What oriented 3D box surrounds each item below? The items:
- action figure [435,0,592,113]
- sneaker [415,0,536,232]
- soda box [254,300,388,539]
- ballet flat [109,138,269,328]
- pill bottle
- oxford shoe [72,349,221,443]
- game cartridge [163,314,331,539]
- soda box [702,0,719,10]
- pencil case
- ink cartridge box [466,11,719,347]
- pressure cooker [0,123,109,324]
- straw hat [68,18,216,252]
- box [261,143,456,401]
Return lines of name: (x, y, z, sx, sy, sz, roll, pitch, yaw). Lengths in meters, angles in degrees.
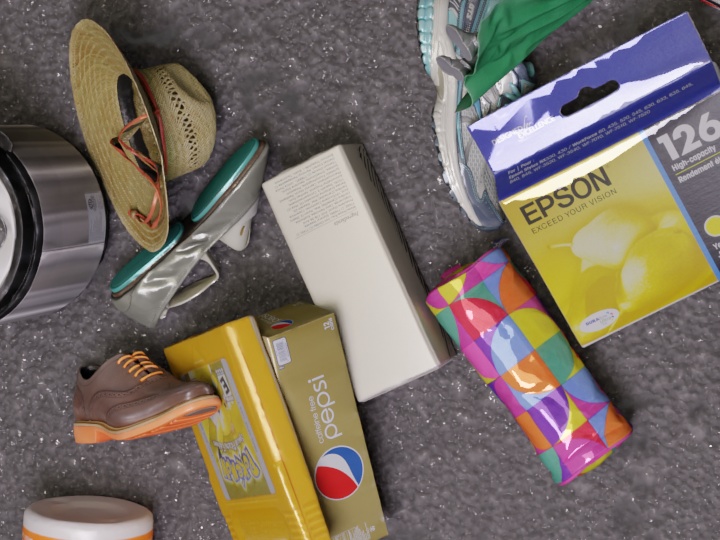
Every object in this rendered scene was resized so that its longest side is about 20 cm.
action figure: (0.145, -0.214, 1.385, 0.200, 0.118, 0.055, -37, 76, -24)
sneaker: (0.101, -0.133, 1.435, 0.086, 0.078, 0.202, -10, 92, 13)
soda box: (-0.039, 0.132, 1.465, 0.064, 0.068, 0.202, -19, 106, -23)
ballet flat: (-0.132, -0.029, 1.524, 0.064, 0.068, 0.200, 41, 106, -19)
pill bottle: (-0.241, 0.305, 1.546, 0.113, 0.114, 0.202, 5, 95, 15)
oxford shoe: (-0.188, 0.103, 1.500, 0.199, 0.071, 0.074, -12, 87, 49)
game cartridge: (-0.096, 0.145, 1.474, 0.032, 0.176, 0.202, -18, 88, -24)
soda box: (0.317, -0.221, 1.372, 0.199, 0.063, 0.071, 28, 101, 12)
pencil case: (0.135, 0.074, 1.438, 0.088, 0.088, 0.201, -36, 84, 15)
ink cartridge box: (0.213, -0.067, 1.389, 0.197, 0.047, 0.201, -27, 111, 17)
pressure cooker: (-0.324, -0.040, 1.496, 0.179, 0.200, 0.176, -43, 81, 17)
straw hat: (-0.168, -0.124, 1.503, 0.085, 0.201, 0.203, -19, 88, -23)
box: (0.000, 0.000, 1.477, 0.082, 0.068, 0.201, -24, 88, 17)
